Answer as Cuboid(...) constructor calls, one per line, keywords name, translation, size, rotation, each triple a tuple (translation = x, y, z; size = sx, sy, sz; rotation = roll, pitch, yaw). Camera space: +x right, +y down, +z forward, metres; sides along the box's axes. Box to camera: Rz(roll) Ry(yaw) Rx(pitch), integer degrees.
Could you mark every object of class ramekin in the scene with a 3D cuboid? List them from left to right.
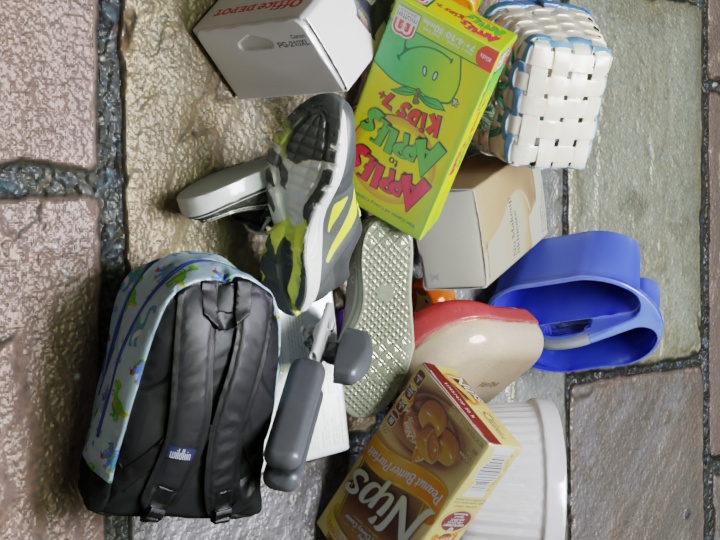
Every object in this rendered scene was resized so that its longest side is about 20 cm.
Cuboid(name="ramekin", translation=(0.134, 0.226, 1.365), size=(0.103, 0.200, 0.203), rotation=(3, 88, -4))

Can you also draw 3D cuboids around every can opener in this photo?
Cuboid(name="can opener", translation=(-0.037, 0.103, 1.176), size=(0.201, 0.066, 0.053), rotation=(-68, 165, -50))

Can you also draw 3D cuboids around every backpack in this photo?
Cuboid(name="backpack", translation=(-0.142, 0.086, 1.125), size=(0.161, 0.154, 0.202), rotation=(4, 115, -29))

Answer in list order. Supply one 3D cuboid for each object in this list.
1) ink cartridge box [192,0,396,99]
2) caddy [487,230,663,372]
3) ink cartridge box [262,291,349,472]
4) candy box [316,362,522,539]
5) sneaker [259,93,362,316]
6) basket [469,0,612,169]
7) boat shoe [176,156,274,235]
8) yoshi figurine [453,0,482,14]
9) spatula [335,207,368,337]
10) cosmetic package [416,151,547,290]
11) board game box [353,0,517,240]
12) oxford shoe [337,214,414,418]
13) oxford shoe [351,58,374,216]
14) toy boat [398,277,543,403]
Cuboid(name="ink cartridge box", translation=(-0.032, -0.250, 1.231), size=(0.201, 0.144, 0.085), rotation=(-55, 128, -30))
Cuboid(name="caddy", translation=(0.232, 0.044, 1.488), size=(0.142, 0.198, 0.106), rotation=(56, 39, -33))
Cuboid(name="ink cartridge box", translation=(-0.110, 0.101, 1.243), size=(0.198, 0.057, 0.165), rotation=(-10, 99, -25))
Cuboid(name="candy box", translation=(0.052, 0.202, 1.285), size=(0.055, 0.116, 0.201), rotation=(14, 116, -45))
Cuboid(name="sneaker", translation=(-0.036, -0.062, 1.199), size=(0.084, 0.074, 0.202), rotation=(-22, 133, -50))
Cuboid(name="basket", translation=(0.167, -0.199, 1.390), size=(0.137, 0.200, 0.179), rotation=(4, 113, -12))
Cuboid(name="boat shoe", translation=(-0.080, -0.068, 1.238), size=(0.199, 0.070, 0.065), rotation=(-24, 107, -45))
Cuboid(name="yoshi figurine", translation=(0.095, -0.316, 1.390), size=(0.112, 0.112, 0.201), rotation=(38, 40, -12))
Cuboid(name="spatula", translation=(0.000, 0.000, 1.333), size=(0.056, 0.021, 0.203), rotation=(-14, 117, -25))
Cuboid(name="cosmetic package", translation=(0.126, -0.057, 1.415), size=(0.200, 0.070, 0.107), rotation=(-37, 121, -59))
Cuboid(name="board game box", translation=(0.051, -0.137, 1.209), size=(0.048, 0.101, 0.202), rotation=(-48, 164, -54))
Cuboid(name="oxford shoe", translation=(0.014, 0.041, 1.305), size=(0.074, 0.058, 0.203), rotation=(3, 104, -13))
Cuboid(name="oxford shoe", translation=(0.013, -0.138, 1.338), size=(0.072, 0.071, 0.203), rotation=(1, 90, -41))
Cuboid(name="toy boat", translation=(0.092, 0.062, 1.400), size=(0.131, 0.130, 0.199), rotation=(55, 20, 20))
